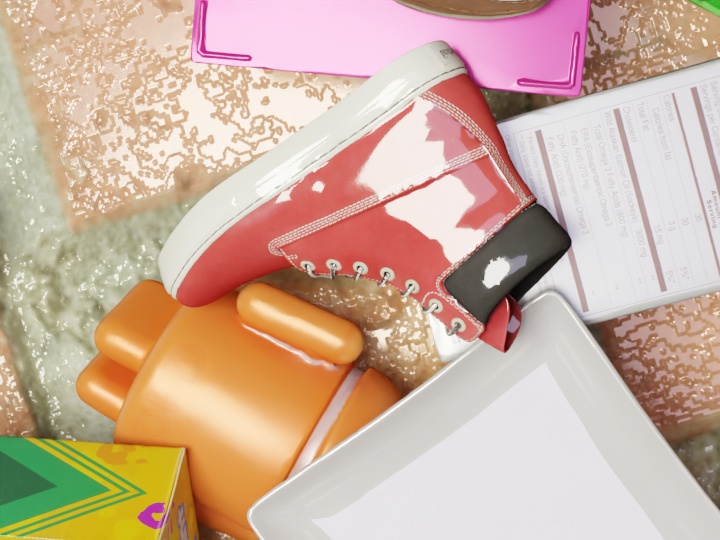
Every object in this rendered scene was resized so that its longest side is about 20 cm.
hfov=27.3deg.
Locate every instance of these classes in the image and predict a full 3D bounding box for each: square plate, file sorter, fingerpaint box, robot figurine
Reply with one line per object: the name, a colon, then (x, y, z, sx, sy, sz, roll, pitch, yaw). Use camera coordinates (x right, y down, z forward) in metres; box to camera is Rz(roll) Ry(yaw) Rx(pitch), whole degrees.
square plate: (0.078, 0.145, 0.756, 0.198, 0.028, 0.200, -37, 89, 6)
file sorter: (0.025, -0.171, 0.802, 0.200, 0.125, 0.139, 6, 96, 7)
fingerpaint box: (-0.174, 0.182, 0.830, 0.167, 0.073, 0.200, 3, 132, 7)
robot figurine: (-0.058, 0.084, 0.838, 0.200, 0.117, 0.144, 28, 85, 4)

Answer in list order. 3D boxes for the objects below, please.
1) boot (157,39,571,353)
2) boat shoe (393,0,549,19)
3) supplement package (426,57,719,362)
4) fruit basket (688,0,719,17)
boot: (0.000, 0.000, 0.740, 0.200, 0.072, 0.144, -33, 84, 25)
boat shoe: (0.003, -0.174, 0.704, 0.200, 0.072, 0.076, 21, 98, 5)
supplement package: (0.128, -0.036, 0.806, 0.200, 0.117, 0.117, -15, 92, 7)
fruit basket: (0.210, -0.232, 0.756, 0.215, 0.156, 0.216, -9, 119, -17)
